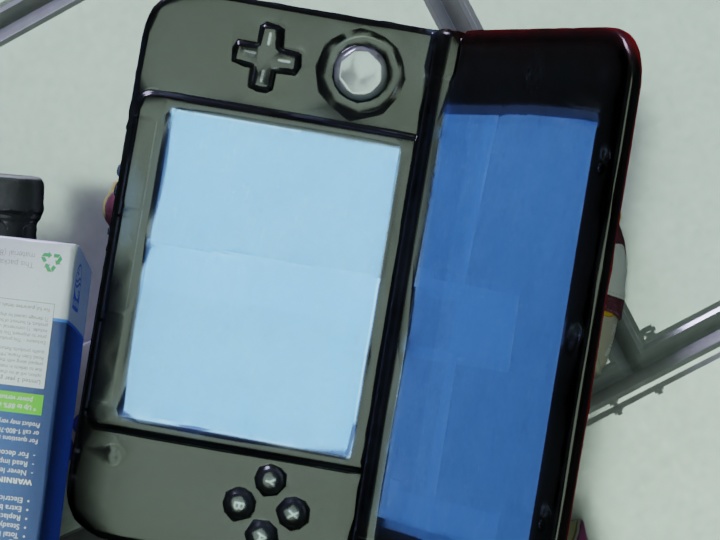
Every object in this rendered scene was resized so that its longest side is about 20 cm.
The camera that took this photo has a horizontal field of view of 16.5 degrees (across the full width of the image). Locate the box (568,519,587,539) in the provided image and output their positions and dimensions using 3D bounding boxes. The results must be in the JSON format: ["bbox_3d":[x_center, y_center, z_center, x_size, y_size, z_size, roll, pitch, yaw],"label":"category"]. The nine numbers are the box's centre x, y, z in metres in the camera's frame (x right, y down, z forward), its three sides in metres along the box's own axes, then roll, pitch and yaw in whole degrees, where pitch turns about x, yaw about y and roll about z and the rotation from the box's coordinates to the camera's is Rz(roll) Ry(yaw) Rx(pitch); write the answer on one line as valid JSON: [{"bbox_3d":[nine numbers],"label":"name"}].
[{"bbox_3d":[0.011,0.206,0.925,0.199,0.097,0.177,-16,89,7],"label":"box"}]

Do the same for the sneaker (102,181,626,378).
[{"bbox_3d":[0.000,0.000,0.936,0.199,0.075,0.091,0,85,8],"label":"sneaker"}]

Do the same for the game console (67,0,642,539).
[{"bbox_3d":[-0.008,0.008,0.845,0.171,0.119,0.201,10,88,0],"label":"game console"}]

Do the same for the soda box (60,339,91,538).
[{"bbox_3d":[-0.133,0.076,0.955,0.199,0.068,0.064,-26,90,7],"label":"soda box"}]

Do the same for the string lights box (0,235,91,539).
[{"bbox_3d":[-0.152,0.088,0.818,0.102,0.059,0.201,7,81,0],"label":"string lights box"}]

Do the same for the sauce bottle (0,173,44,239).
[{"bbox_3d":[-0.138,0.065,0.889,0.066,0.066,0.201,6,94,7],"label":"sauce bottle"}]
